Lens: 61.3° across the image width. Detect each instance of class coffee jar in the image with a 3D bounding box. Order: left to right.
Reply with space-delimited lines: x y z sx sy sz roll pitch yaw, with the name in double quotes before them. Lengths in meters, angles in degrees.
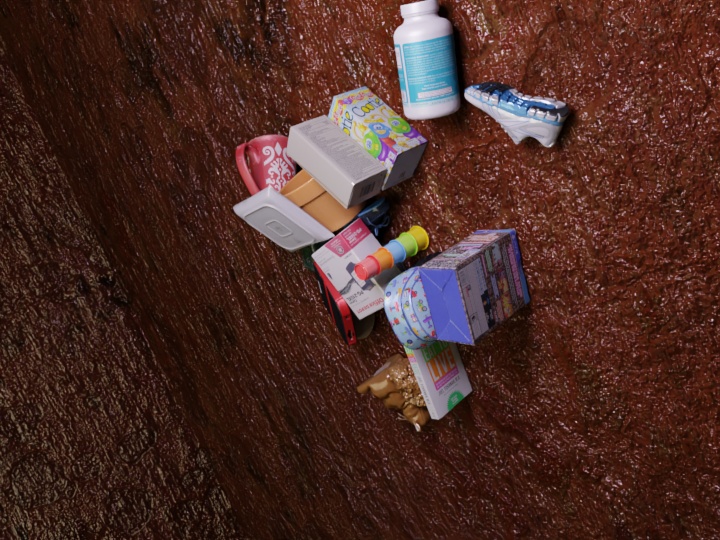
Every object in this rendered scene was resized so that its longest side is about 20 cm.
"coffee jar" -0.119 -0.102 1.617 0.104 0.085 0.202 22 129 49

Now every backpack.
"backpack" 0.155 0.069 1.317 0.134 0.199 0.184 -17 99 52

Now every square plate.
"square plate" -0.189 -0.110 1.452 0.198 0.029 0.199 37 152 -26

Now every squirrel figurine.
"squirrel figurine" 0.126 0.319 1.567 0.187 0.141 0.200 52 145 1

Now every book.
"book" 0.181 0.229 1.443 0.048 0.133 0.202 -10 105 50

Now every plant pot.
"plant pot" -0.078 -0.183 1.451 0.199 0.200 0.140 -11 122 51

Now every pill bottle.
"pill bottle" 0.123 -0.392 1.132 0.110 0.110 0.202 14 123 44

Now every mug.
"mug" -0.240 -0.225 1.545 0.133 0.176 0.202 -36 57 58

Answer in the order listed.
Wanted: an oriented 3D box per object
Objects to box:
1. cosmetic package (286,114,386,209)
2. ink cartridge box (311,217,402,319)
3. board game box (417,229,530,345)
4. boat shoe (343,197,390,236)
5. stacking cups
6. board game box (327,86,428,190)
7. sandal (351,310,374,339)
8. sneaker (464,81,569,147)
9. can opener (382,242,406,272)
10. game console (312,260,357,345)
"cosmetic package" -0.052 -0.230 1.273 0.200 0.103 0.073 44 141 22
"ink cartridge box" 0.000 0.000 1.440 0.201 0.084 0.145 53 142 -4
"board game box" 0.229 0.028 1.204 0.096 0.199 0.161 2 114 49
"boat shoe" 0.029 -0.118 1.459 0.069 0.084 0.200 53 159 -3
"stacking cups" 0.067 -0.040 1.347 0.060 0.199 0.061 27 130 38
"board game box" 0.029 -0.288 1.312 0.200 0.105 0.103 45 140 19
"sandal" -0.014 0.075 1.640 0.070 0.077 0.214 -122 18 -66
"sneaker" 0.266 -0.272 1.079 0.199 0.075 0.087 33 141 32
"can opener" 0.095 0.032 1.472 0.066 0.053 0.201 -24 92 18
"game console" -0.065 0.089 1.590 0.177 0.031 0.201 58 166 35
